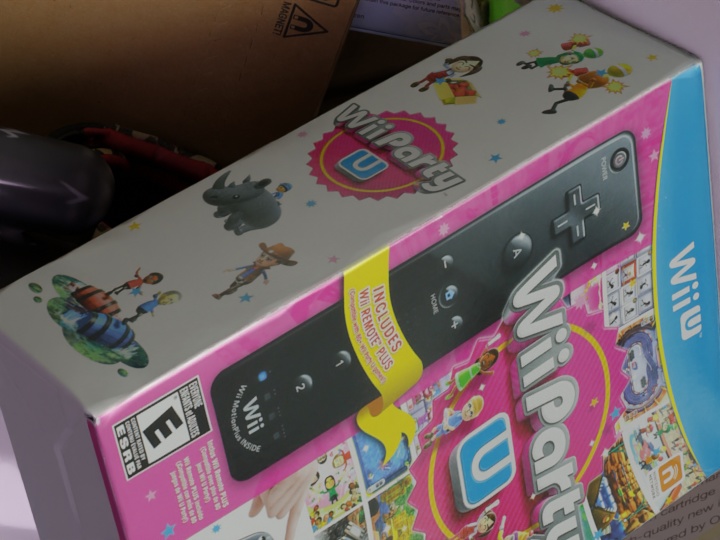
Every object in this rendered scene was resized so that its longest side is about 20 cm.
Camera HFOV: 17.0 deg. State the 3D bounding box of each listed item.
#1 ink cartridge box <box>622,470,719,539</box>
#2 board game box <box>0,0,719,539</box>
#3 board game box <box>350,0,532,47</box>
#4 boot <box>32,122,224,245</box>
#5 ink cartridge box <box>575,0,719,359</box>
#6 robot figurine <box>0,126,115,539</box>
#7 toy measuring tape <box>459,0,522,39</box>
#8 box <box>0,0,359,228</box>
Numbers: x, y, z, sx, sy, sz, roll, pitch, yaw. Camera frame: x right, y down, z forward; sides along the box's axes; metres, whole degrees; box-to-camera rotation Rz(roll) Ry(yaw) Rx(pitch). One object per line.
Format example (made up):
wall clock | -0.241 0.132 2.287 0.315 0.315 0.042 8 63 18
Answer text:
ink cartridge box | 0.124 0.123 0.811 0.147 0.200 0.086 -24 116 12
board game box | 0.008 0.034 0.662 0.199 0.064 0.148 -32 131 -26
board game box | 0.062 -0.164 0.754 0.198 0.041 0.201 10 117 -5
boot | -0.141 0.005 0.800 0.202 0.074 0.154 18 133 -18
ink cartridge box | 0.168 -0.079 0.716 0.199 0.084 0.146 -31 125 -25
robot figurine | -0.127 0.044 0.704 0.199 0.151 0.125 16 158 -12
toy measuring tape | 0.064 -0.074 0.736 0.073 0.074 0.201 -11 126 5
box | -0.087 -0.083 0.767 0.162 0.021 0.201 16 138 -7
